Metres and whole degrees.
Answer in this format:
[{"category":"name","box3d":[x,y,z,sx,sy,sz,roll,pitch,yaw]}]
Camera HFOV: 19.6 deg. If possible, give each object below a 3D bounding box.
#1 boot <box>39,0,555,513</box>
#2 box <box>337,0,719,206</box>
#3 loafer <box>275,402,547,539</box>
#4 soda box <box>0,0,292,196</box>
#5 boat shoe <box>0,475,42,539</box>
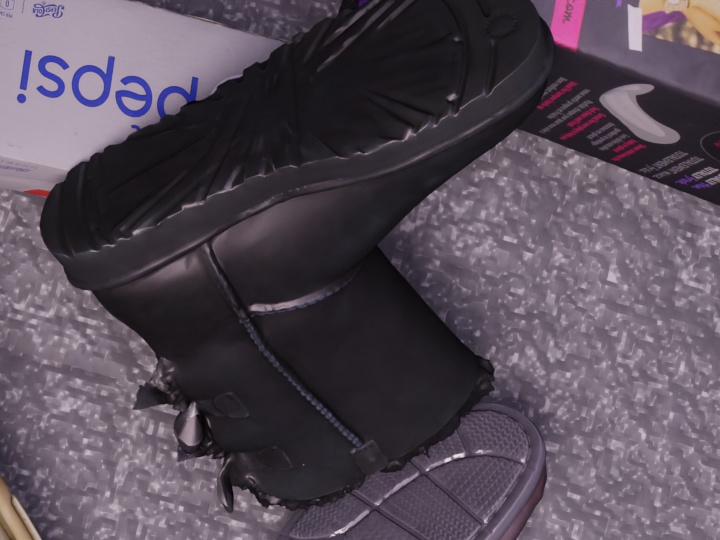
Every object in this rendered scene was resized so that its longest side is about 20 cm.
[{"category":"boot","box3d":[0.001,0.000,0.737,0.197,0.074,0.163,-25,132,12]},{"category":"box","box3d":[0.103,-0.109,0.807,0.199,0.122,0.107,20,79,-9]},{"category":"loafer","box3d":[-0.004,0.133,0.795,0.200,0.063,0.072,-42,51,-15]},{"category":"soda box","box3d":[-0.088,-0.059,0.762,0.199,0.063,0.069,11,81,-29]},{"category":"boat shoe","box3d":[-0.147,0.103,0.743,0.073,0.063,0.202,-19,103,-15]}]
